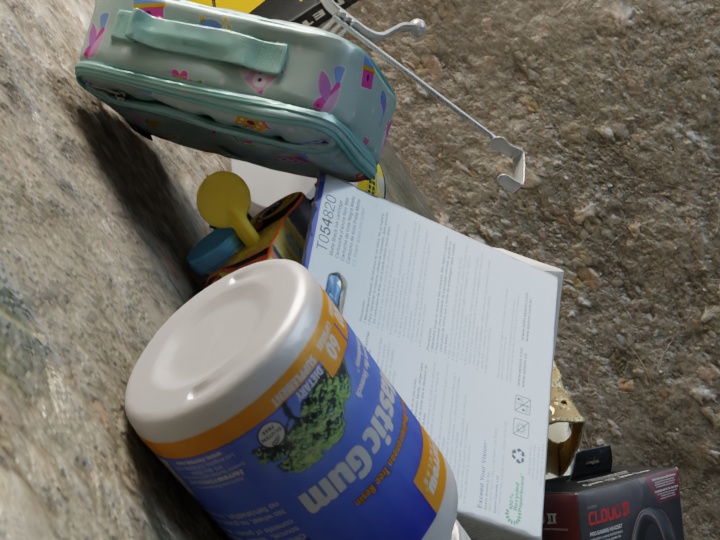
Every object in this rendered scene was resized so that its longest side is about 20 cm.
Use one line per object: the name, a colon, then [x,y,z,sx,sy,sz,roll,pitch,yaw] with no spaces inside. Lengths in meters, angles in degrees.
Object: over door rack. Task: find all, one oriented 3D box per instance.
over door rack: [0.014,-0.113,0.883,0.200,0.147,0.067,42,47,-12]

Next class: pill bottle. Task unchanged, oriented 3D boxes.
pill bottle: [-0.019,0.103,0.590,0.201,0.111,0.112,54,10,-27]
pill bottle: [-0.047,-0.082,1.048,0.113,0.111,0.200,60,9,10]

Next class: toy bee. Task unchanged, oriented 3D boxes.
toy bee: [-0.062,-0.020,0.778,0.131,0.108,0.201,49,13,-40]

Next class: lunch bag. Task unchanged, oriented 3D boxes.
lunch bag: [-0.084,-0.120,0.768,0.160,0.197,0.078,27,76,-75]

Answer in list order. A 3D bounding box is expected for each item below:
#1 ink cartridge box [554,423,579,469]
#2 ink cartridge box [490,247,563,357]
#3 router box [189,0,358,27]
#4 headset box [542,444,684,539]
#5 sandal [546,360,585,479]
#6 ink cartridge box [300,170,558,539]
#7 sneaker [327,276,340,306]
ink cartridge box: [0.120,0.155,1.113,0.138,0.075,0.200,66,-19,8]
ink cartridge box: [0.090,0.084,0.930,0.145,0.083,0.204,-150,-115,-75]
router box: [-0.103,-0.287,1.124,0.151,0.198,0.051,60,7,12]
headset box: [0.175,0.232,0.854,0.147,0.074,0.204,1,83,-47]
sandal: [0.164,0.143,0.975,0.077,0.069,0.215,10,69,-29]
ink cartridge box: [0.036,0.059,0.760,0.198,0.041,0.202,24,56,-20]
sneaker: [0.000,0.000,1.019,0.105,0.075,0.201,38,39,-21]
